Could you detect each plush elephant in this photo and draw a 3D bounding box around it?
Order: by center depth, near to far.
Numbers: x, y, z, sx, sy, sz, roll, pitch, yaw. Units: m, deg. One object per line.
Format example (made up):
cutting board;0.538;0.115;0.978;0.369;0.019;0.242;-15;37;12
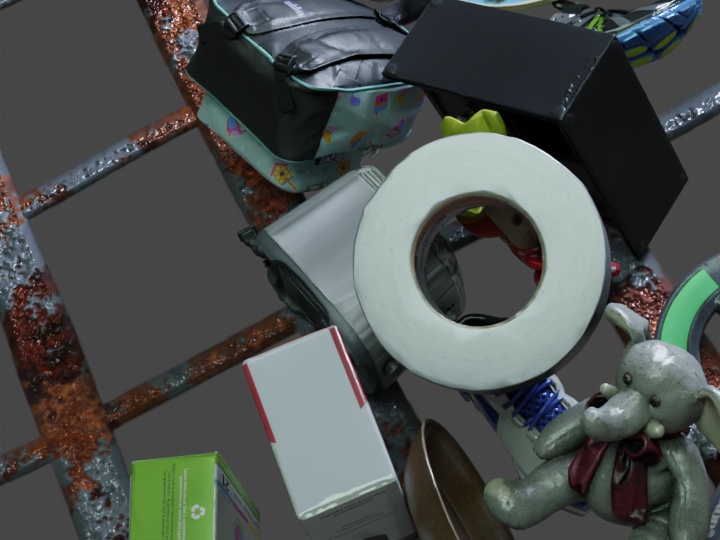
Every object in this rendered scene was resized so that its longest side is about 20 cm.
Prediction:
plush elephant;0.210;0.123;1.397;0.200;0.155;0.164;-33;48;-26

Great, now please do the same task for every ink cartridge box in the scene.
ink cartridge box;-0.016;0.160;1.477;0.083;0.200;0.145;-21;60;-2
ink cartridge box;-0.131;0.267;1.478;0.075;0.148;0.201;-8;62;9

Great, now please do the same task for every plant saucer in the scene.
plant saucer;0.083;0.211;1.428;0.037;0.200;0.201;-28;59;10

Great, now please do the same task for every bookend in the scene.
bookend;0.153;-0.126;1.607;0.199;0.199;0.092;20;69;39

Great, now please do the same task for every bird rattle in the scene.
bird rattle;0.125;-0.055;1.579;0.113;0.200;0.163;-51;22;6

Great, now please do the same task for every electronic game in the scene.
electronic game;0.341;0.066;1.526;0.199;0.042;0.201;-6;62;11

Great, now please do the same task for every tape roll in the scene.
tape roll;0.096;-0.004;1.450;0.199;0.066;0.202;-1;85;10

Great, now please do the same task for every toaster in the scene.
toaster;0.000;0.000;1.607;0.129;0.114;0.200;-37;60;-11

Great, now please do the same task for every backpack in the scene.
backpack;-0.038;-0.168;1.672;0.199;0.154;0.176;-20;48;-41

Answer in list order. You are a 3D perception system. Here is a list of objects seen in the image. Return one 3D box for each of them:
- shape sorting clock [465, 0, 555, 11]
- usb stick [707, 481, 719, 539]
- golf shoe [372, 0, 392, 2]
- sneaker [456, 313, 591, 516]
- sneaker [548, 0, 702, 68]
shape sorting clock;0.151;-0.316;1.757;0.199;0.039;0.201;-12;46;12
usb stick;0.299;0.176;1.439;0.055;0.033;0.201;8;61;52
golf shoe;-0.007;-0.287;1.772;0.200;0.091;0.076;25;98;56
sneaker;0.133;0.106;1.514;0.080;0.115;0.199;-39;61;-7
sneaker;0.215;-0.220;1.691;0.198;0.071;0.083;-19;66;7
